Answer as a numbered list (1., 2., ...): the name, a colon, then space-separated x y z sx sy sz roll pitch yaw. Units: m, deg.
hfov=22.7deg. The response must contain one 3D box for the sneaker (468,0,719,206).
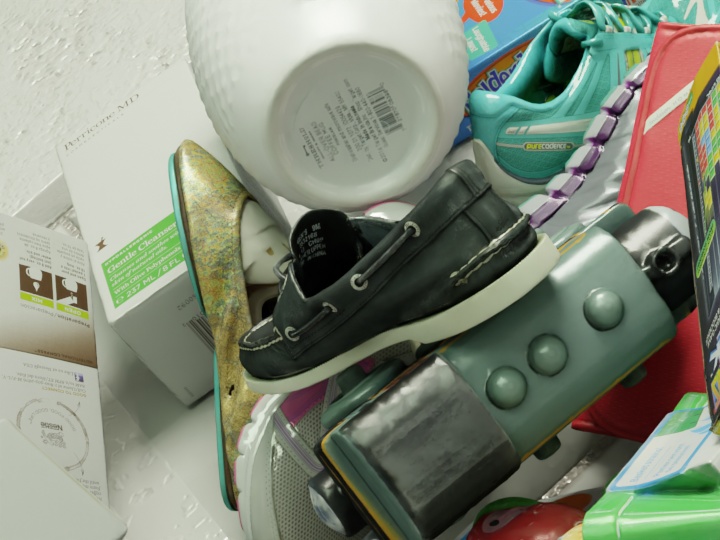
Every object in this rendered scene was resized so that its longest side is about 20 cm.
1. sneaker: 0.136 -0.112 0.963 0.200 0.080 0.077 -40 34 -25

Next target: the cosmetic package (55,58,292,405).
1. cosmetic package: -0.105 -0.027 1.072 0.107 0.085 0.200 -35 38 4

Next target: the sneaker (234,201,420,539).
1. sneaker: 0.010 0.065 0.855 0.088 0.081 0.201 15 81 50

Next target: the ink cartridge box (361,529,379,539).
1. ink cartridge box: 0.031 0.197 0.765 0.099 0.039 0.200 -44 38 -10

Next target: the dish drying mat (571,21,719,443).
1. dish drying mat: 0.150 -0.018 0.836 0.077 0.018 0.201 9 83 37

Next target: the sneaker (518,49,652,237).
1. sneaker: 0.141 -0.029 0.901 0.200 0.074 0.088 -49 47 2

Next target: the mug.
1. mug: -0.020 -0.132 0.928 0.147 0.201 0.176 -14 29 -2

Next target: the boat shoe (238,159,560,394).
1. boat shoe: -0.001 0.001 0.769 0.074 0.066 0.199 -40 11 -32

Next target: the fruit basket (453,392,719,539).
1. fruit basket: 0.093 0.113 0.720 0.199 0.094 0.185 -11 14 34

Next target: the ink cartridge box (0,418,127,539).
1. ink cartridge box: -0.215 0.184 0.826 0.200 0.084 0.144 -53 -6 33

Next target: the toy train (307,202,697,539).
1. toy train: 0.065 0.044 0.765 0.200 0.085 0.114 -36 0 -11

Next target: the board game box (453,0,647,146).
1. board game box: 0.067 -0.152 1.099 0.199 0.045 0.152 -32 37 6

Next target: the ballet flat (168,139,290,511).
1. ballet flat: -0.050 0.026 0.925 0.070 0.071 0.201 -14 82 27

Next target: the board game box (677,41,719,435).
1. board game box: 0.231 -0.002 0.702 0.199 0.057 0.166 8 47 -7

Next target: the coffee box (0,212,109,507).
1. coffee box: -0.204 0.082 0.979 0.114 0.079 0.201 -42 43 34
